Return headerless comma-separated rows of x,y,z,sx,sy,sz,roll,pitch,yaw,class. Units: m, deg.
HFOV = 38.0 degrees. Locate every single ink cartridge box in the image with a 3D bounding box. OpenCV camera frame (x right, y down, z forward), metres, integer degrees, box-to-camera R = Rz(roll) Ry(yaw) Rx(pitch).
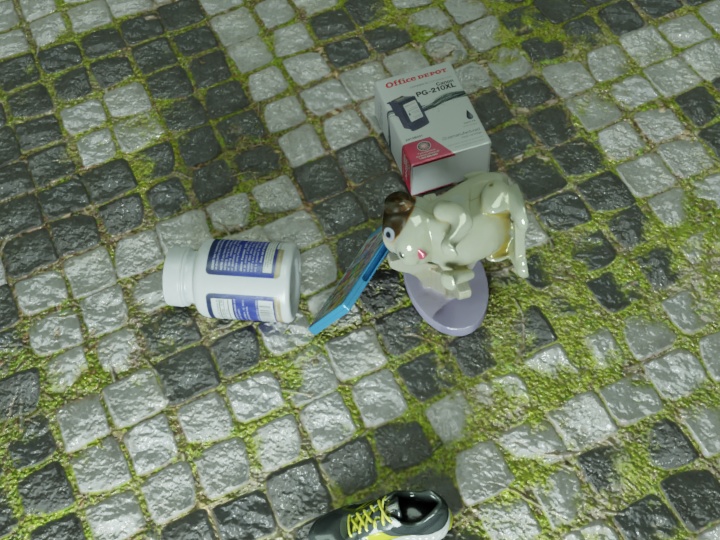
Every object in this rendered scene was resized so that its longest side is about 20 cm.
0.119,-0.244,1.774,0.142,0.085,0.202,-16,56,-8,ink cartridge box

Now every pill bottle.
-0.195,0.014,1.600,0.196,0.121,0.121,4,56,6,pill bottle

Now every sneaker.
0.025,0.327,1.393,0.196,0.085,0.075,-12,55,-4,sneaker

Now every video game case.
0.000,0.000,1.590,0.018,0.143,0.201,38,62,-8,video game case

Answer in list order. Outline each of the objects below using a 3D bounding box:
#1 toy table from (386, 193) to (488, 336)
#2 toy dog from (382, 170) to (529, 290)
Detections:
0.128,-0.013,1.599,0.182,0.118,0.201,-24,58,-12,toy table
0.127,-0.071,1.486,0.196,0.140,0.196,-11,57,-1,toy dog
